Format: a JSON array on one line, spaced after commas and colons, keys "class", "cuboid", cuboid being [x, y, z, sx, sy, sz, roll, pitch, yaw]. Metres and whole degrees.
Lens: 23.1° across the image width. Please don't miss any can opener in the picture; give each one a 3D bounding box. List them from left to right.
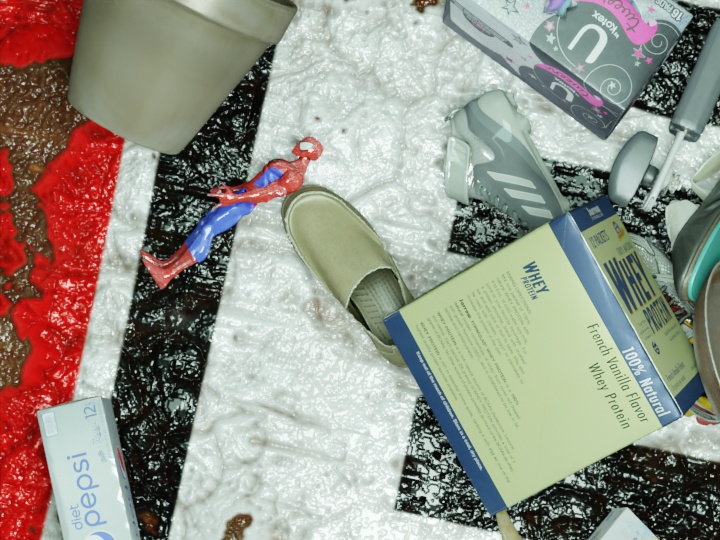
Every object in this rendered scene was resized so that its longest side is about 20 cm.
[{"class": "can opener", "cuboid": [0.300, -0.147, 1.654, 0.066, 0.053, 0.201, 28, 84, 5]}]

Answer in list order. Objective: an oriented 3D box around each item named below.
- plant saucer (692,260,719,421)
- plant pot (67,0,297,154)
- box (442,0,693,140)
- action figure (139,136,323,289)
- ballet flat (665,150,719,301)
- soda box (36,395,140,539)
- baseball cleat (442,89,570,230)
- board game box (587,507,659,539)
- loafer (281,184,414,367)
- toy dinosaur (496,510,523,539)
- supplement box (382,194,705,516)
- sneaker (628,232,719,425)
[{"class": "plant saucer", "cuboid": [0.353, 0.086, 1.579, 0.032, 0.199, 0.202, -22, 82, 37]}, {"class": "plant pot", "cuboid": [-0.183, -0.210, 1.614, 0.199, 0.200, 0.175, 29, 100, 4]}, {"class": "box", "cuboid": [0.186, -0.232, 1.625, 0.199, 0.132, 0.115, 36, 84, 5]}, {"class": "action figure", "cuboid": [-0.118, -0.061, 1.645, 0.199, 0.065, 0.052, -34, 101, -2]}, {"class": "ballet flat", "cuboid": [0.327, -0.054, 1.627, 0.068, 0.068, 0.200, 25, 61, 30]}, {"class": "soda box", "cuboid": [-0.242, 0.220, 1.612, 0.063, 0.068, 0.202, -13, 84, -2]}, {"class": "baseball cleat", "cuboid": [0.141, -0.067, 1.648, 0.106, 0.070, 0.201, -26, 75, 5]}, {"class": "board game box", "cuboid": [0.219, 0.333, 1.576, 0.134, 0.034, 0.200, 44, 72, -4]}, {"class": "loafer", "cuboid": [0.000, 0.000, 1.634, 0.076, 0.067, 0.200, -40, 85, -4]}, {"class": "toy dinosaur", "cuboid": [0.156, 0.291, 1.614, 0.101, 0.058, 0.200, -40, 92, -19]}, {"class": "supplement box", "cuboid": [0.166, 0.072, 1.549, 0.199, 0.134, 0.201, -31, 87, 23]}, {"class": "sneaker", "cuboid": [0.290, 0.048, 1.617, 0.078, 0.082, 0.201, -35, 83, -3]}]
